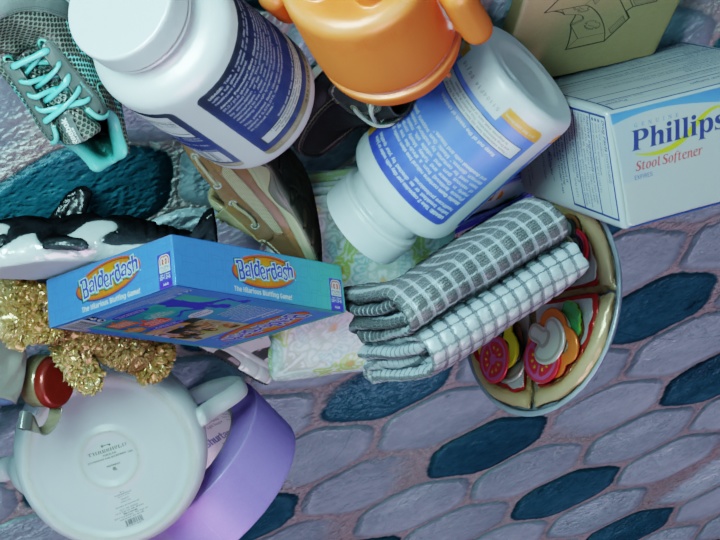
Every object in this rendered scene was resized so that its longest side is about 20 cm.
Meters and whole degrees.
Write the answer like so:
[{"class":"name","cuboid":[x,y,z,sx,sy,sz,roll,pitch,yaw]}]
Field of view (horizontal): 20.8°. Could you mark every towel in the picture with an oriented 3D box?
[{"class":"towel","cuboid":[0.078,0.014,1.634,0.165,0.086,0.200,-33,-174,-17]},{"class":"towel","cuboid":[0.000,0.000,1.750,0.170,0.048,0.201,-5,117,-9]}]

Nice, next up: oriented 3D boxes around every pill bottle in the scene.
[{"class":"pill bottle","cuboid":[0.067,-0.098,1.620,0.200,0.112,0.112,-41,151,23]},{"class":"pill bottle","cuboid":[-0.121,-0.153,1.395,0.111,0.112,0.200,-30,155,14]}]

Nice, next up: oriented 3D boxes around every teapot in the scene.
[{"class":"teapot","cuboid":[-0.235,0.161,1.890,0.146,0.199,0.198,-111,-135,-80]}]

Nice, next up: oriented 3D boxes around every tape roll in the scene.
[{"class":"tape roll","cuboid":[-0.161,0.207,1.983,0.200,0.201,0.066,-33,116,20]}]

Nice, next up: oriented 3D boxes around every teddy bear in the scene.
[{"class":"teddy bear","cuboid":[-0.220,0.039,1.688,0.145,0.067,0.200,-49,135,-3]}]

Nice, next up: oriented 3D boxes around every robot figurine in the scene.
[{"class":"robot figurine","cuboid":[0.008,-0.194,1.425,0.143,0.117,0.200,-28,154,4]}]

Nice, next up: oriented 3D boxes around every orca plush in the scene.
[{"class":"orca plush","cuboid":[-0.216,-0.039,1.580,0.199,0.072,0.105,-8,166,4]}]

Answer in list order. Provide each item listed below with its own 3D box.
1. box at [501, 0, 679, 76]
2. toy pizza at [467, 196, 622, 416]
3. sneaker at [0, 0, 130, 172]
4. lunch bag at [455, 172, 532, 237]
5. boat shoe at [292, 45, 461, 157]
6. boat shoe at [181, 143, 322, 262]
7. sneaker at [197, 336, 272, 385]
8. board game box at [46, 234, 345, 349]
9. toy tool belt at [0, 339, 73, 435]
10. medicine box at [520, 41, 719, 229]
[{"class":"box","cuboid":[0.199,-0.228,1.630,0.163,0.021,0.200,-14,155,-18]},{"class":"toy pizza","cuboid":[0.152,0.028,1.733,0.032,0.201,0.200,13,138,-37]},{"class":"sneaker","cuboid":[-0.211,-0.134,1.378,0.077,0.092,0.200,-28,155,9]},{"class":"lunch bag","cuboid":[0.079,-0.046,1.833,0.199,0.076,0.160,-25,153,2]},{"class":"boat shoe","cuboid":[0.008,-0.146,1.578,0.072,0.068,0.200,3,147,-43]},{"class":"boat shoe","cuboid":[-0.089,-0.070,1.621,0.073,0.076,0.200,-14,136,14]},{"class":"sneaker","cuboid":[-0.131,0.039,1.847,0.080,0.074,0.200,-56,146,1]},{"class":"board game box","cuboid":[-0.134,0.021,1.615,0.152,0.045,0.199,-18,161,37]},{"class":"toy tool belt","cuboid":[-0.353,0.078,1.683,0.122,0.126,0.200,-1,166,33]},{"class":"medicine box","cuboid":[0.252,-0.120,1.680,0.181,0.104,0.200,-15,-163,-17]}]
